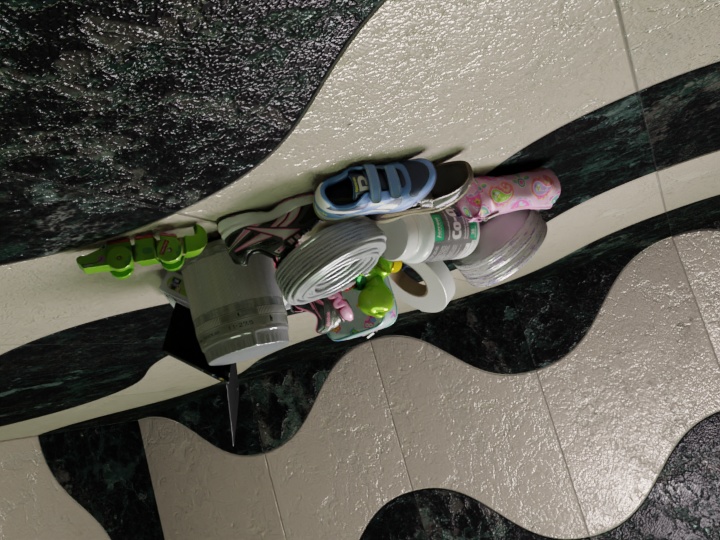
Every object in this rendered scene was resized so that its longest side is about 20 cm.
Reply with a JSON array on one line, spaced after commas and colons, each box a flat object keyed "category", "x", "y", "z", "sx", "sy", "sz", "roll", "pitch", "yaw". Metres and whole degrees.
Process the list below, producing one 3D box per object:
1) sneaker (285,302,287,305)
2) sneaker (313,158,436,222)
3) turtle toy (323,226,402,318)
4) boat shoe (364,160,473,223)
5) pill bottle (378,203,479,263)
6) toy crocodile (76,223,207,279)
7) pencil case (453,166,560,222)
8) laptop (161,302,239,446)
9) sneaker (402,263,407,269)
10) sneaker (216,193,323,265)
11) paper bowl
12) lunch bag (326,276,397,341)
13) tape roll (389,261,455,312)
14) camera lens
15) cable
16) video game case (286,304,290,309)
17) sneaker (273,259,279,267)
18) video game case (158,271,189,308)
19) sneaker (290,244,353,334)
[{"category": "sneaker", "x": -0.226, "y": 0.050, "z": 1.713, "sx": 0.199, "sy": 0.079, "sz": 0.099, "roll": -24, "pitch": 163, "yaw": 29}, {"category": "sneaker", "x": 0.022, "y": -0.126, "z": 1.223, "sx": 0.198, "sy": 0.075, "sz": 0.082, "roll": -18, "pitch": 167, "yaw": 0}, {"category": "turtle toy", "x": 0.000, "y": 0.000, "z": 1.515, "sx": 0.145, "sy": 0.200, "sz": 0.101, "roll": 2, "pitch": 129, "yaw": -46}, {"category": "boat shoe", "x": 0.087, "y": -0.127, "z": 1.306, "sx": 0.199, "sy": 0.075, "sz": 0.073, "roll": -22, "pitch": 168, "yaw": 18}, {"category": "pill bottle", "x": 0.125, "y": -0.072, "z": 1.524, "sx": 0.199, "sy": 0.114, "sz": 0.113, "roll": -7, "pitch": 166, "yaw": -43}, {"category": "toy crocodile", "x": -0.334, "y": -0.029, "z": 1.233, "sx": 0.198, "sy": 0.062, "sz": 0.068, "roll": -10, "pitch": 168, "yaw": -10}, {"category": "pencil case", "x": 0.272, "y": -0.140, "z": 1.482, "sx": 0.198, "sy": 0.088, "sz": 0.087, "roll": -12, "pitch": 168, "yaw": -27}, {"category": "laptop", "x": -0.286, "y": 0.186, "z": 1.465, "sx": 0.116, "sy": 0.199, "sz": 0.188, "roll": -56, "pitch": -163, "yaw": 16}, {"category": "sneaker", "x": 0.115, "y": -0.056, "z": 1.741, "sx": 0.078, "sy": 0.076, "sz": 0.200, "roll": -27, "pitch": 178, "yaw": -22}, {"category": "sneaker", "x": -0.125, "y": -0.059, "z": 1.292, "sx": 0.198, "sy": 0.087, "sz": 0.080, "roll": -17, "pitch": 171, "yaw": -2}, {"category": "paper bowl", "x": 0.272, "y": -0.071, "z": 1.634, "sx": 0.200, "sy": 0.104, "sz": 0.201, "roll": -38, "pitch": -164, "yaw": 13}, {"category": "lunch bag", "x": -0.011, "y": 0.041, "z": 1.644, "sx": 0.159, "sy": 0.202, "sz": 0.077, "roll": -20, "pitch": 170, "yaw": 24}, {"category": "tape roll", "x": 0.108, "y": 0.006, "z": 1.686, "sx": 0.037, "sy": 0.203, "sz": 0.203, "roll": -48, "pitch": -176, "yaw": -27}, {"category": "camera lens", "x": -0.216, "y": 0.047, "z": 1.379, "sx": 0.159, "sy": 0.202, "sz": 0.160, "roll": -16, "pitch": 169, "yaw": -3}, {"category": "cable", "x": -0.047, "y": -0.017, "z": 1.326, "sx": 0.199, "sy": 0.070, "sz": 0.200, "roll": -23, "pitch": 166, "yaw": -36}, {"category": "video game case", "x": -0.227, "y": 0.088, "z": 1.884, "sx": 0.180, "sy": 0.022, "sz": 0.200, "roll": -17, "pitch": -174, "yaw": 1}, {"category": "sneaker", "x": -0.189, "y": -0.007, "z": 1.523, "sx": 0.198, "sy": 0.079, "sz": 0.091, "roll": -16, "pitch": 154, "yaw": -10}, {"category": "video game case", "x": -0.286, "y": 0.074, "z": 1.552, "sx": 0.180, "sy": 0.046, "sz": 0.200, "roll": 26, "pitch": 166, "yaw": 1}, {"category": "sneaker", "x": -0.101, "y": 0.030, "z": 1.462, "sx": 0.095, "sy": 0.201, "sz": 0.079, "roll": -37, "pitch": 178, "yaw": 4}]
